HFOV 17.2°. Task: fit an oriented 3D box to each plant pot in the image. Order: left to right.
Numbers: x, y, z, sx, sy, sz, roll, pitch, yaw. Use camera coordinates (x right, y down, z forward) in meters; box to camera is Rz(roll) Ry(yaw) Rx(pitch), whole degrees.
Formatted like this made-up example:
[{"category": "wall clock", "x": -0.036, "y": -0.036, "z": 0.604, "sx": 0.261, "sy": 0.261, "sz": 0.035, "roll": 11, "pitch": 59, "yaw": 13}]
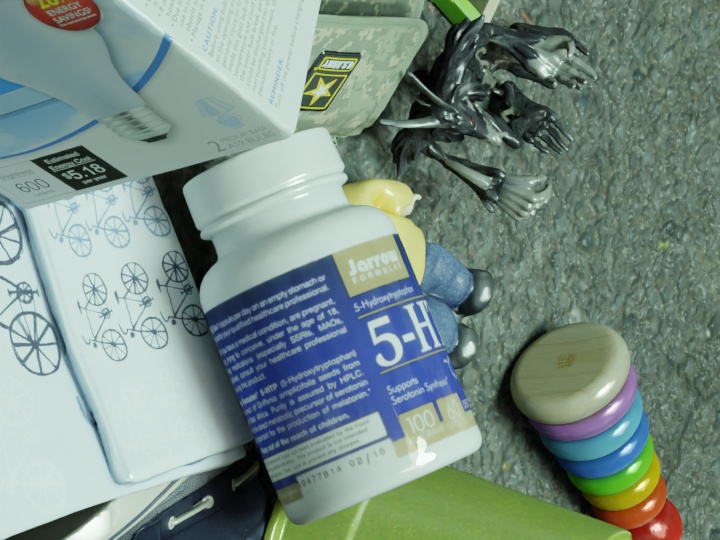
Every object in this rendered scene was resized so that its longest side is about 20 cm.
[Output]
[{"category": "plant pot", "x": 0.065, "y": 0.199, "z": 1.423, "sx": 0.200, "sy": 0.189, "sz": 0.201, "roll": -26, "pitch": 120, "yaw": -60}]

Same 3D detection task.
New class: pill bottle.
[{"category": "pill bottle", "x": -0.022, "y": 0.029, "z": 1.335, "sx": 0.119, "sy": 0.119, "sz": 0.201, "roll": -19, "pitch": 85, "yaw": -44}]

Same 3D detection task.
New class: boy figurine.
[{"category": "boy figurine", "x": 0.000, "y": 0.000, "z": 1.467, "sx": 0.200, "sy": 0.064, "sz": 0.125, "roll": 29, "pitch": 70, "yaw": -43}]

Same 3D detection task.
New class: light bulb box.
[{"category": "light bulb box", "x": -0.156, "y": -0.145, "z": 1.181, "sx": 0.200, "sy": 0.198, "sz": 0.125, "roll": 35, "pitch": 53, "yaw": -41}]

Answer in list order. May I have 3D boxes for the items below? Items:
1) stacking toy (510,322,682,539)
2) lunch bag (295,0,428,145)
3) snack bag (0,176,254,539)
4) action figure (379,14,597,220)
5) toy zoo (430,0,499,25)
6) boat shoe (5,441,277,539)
[{"category": "stacking toy", "x": 0.177, "y": 0.131, "z": 1.657, "sx": 0.085, "sy": 0.085, "sz": 0.200, "roll": -54, "pitch": 132, "yaw": -29}, {"category": "lunch bag", "x": -0.043, "y": -0.169, "z": 1.374, "sx": 0.164, "sy": 0.117, "sz": 0.201, "roll": -4, "pitch": 103, "yaw": -49}, {"category": "snack bag", "x": -0.158, "y": 0.034, "z": 1.284, "sx": 0.200, "sy": 0.021, "sz": 0.189, "roll": -15, "pitch": 83, "yaw": -47}, {"category": "action figure", "x": 0.091, "y": -0.103, "z": 1.494, "sx": 0.200, "sy": 0.102, "sz": 0.119, "roll": -24, "pitch": 140, "yaw": -62}, {"category": "toy zoo", "x": 0.044, "y": -0.261, "z": 1.524, "sx": 0.200, "sy": 0.020, "sz": 0.132, "roll": 44, "pitch": 62, "yaw": -40}, {"category": "boat shoe", "x": -0.121, "y": 0.153, "z": 1.340, "sx": 0.200, "sy": 0.074, "sz": 0.093, "roll": -37, "pitch": 111, "yaw": -39}]
